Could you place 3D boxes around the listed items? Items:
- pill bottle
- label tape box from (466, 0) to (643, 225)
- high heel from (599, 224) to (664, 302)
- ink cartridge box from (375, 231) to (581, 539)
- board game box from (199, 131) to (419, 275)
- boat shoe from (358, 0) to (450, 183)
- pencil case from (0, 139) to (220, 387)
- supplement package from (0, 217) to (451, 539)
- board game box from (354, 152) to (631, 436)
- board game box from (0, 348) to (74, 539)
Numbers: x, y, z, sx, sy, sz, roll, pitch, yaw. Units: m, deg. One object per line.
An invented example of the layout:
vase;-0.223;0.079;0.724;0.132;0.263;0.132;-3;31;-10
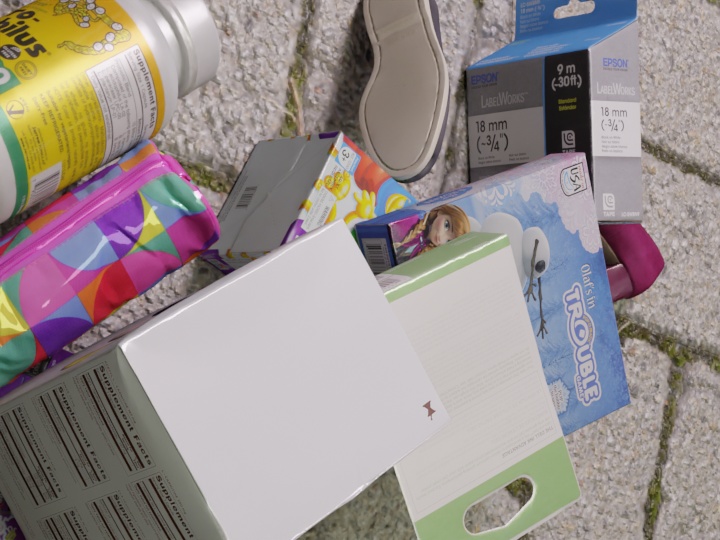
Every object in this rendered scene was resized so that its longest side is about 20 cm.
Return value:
pill bottle;-0.188;-0.117;1.026;0.200;0.113;0.113;-34;111;-35
label tape box;0.153;-0.135;1.295;0.063;0.144;0.201;-2;90;-38
high heel;0.210;-0.066;1.392;0.096;0.067;0.201;-28;121;-30
ink cartridge box;0.062;0.091;1.092;0.145;0.048;0.201;-25;106;-31
board game box;0.000;0.000;1.189;0.200;0.103;0.105;40;66;-33
boat shoe;0.042;-0.139;1.216;0.063;0.072;0.201;47;31;-46
pencil case;-0.185;0.000;1.009;0.200;0.088;0.089;-36;113;-16
supplement package;-0.095;0.092;0.993;0.191;0.200;0.147;-31;94;-42
board game box;0.103;0.035;1.177;0.199;0.043;0.201;-21;104;-36
board game box;-0.213;0.153;1.058;0.120;0.032;0.201;26;73;-33
